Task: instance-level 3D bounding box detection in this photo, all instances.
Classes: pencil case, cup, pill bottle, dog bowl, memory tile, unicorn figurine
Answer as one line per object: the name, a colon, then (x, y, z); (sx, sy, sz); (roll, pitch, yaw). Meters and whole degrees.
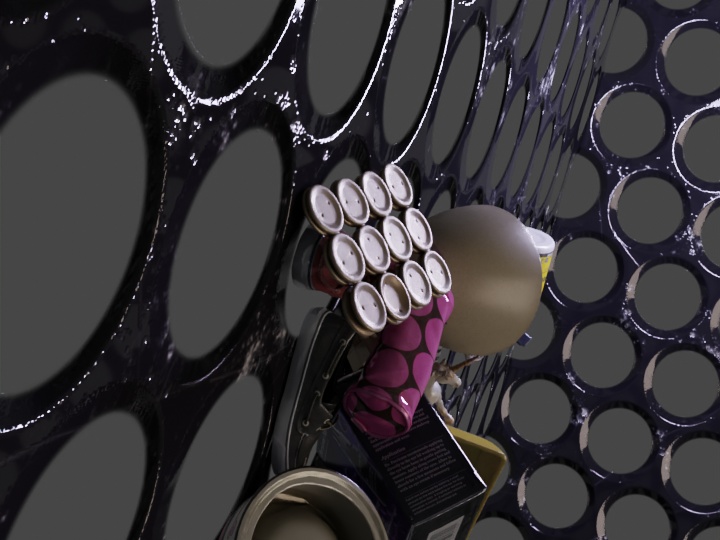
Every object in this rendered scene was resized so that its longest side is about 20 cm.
pencil case: (0.042, 0.092, 1.149); (0.093, 0.091, 0.201); (-26, -154, 40)
cup: (0.113, 0.009, 1.334); (0.143, 0.199, 0.202); (4, 105, -48)
pill bottle: (0.340, 0.016, 2.218); (0.111, 0.110, 0.202); (-42, 148, -60)
dog bowl: (-0.063, 0.305, 1.046); (0.074, 0.200, 0.201); (-26, -155, 47)
memory tile: (0.020, -0.025, 1.028); (0.200, 0.017, 0.154); (-23, 88, -58)
unicorn figurine: (0.086, 0.154, 1.406); (0.074, 0.199, 0.138); (-40, 128, -23)

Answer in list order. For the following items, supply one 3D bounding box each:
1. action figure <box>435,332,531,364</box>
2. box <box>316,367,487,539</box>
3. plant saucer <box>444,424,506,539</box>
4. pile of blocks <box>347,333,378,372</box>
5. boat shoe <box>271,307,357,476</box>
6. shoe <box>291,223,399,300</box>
action figure: (0.142, 0.081, 1.500); (0.105, 0.200, 0.194); (-42, 154, -20)
box: (0.041, 0.230, 1.207); (0.104, 0.201, 0.149); (-20, 145, -24)
plant saucer: (0.077, 0.265, 1.394); (0.049, 0.198, 0.201); (-66, 175, -53)
pile of blocks: (0.025, 0.101, 1.292); (0.081, 0.063, 0.200); (-24, 160, -2)
boat shoe: (-0.049, 0.139, 1.108); (0.069, 0.056, 0.202); (-34, 139, -66)
shoe: (0.000, 0.000, 1.056); (0.200, 0.090, 0.072); (22, 87, -75)
